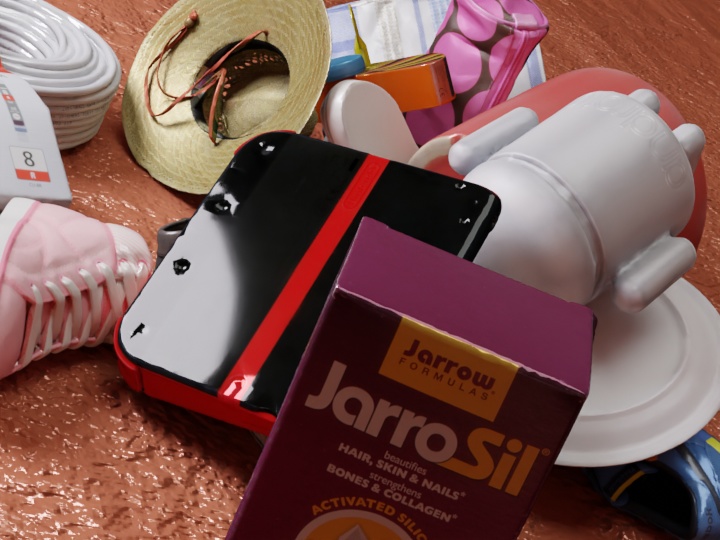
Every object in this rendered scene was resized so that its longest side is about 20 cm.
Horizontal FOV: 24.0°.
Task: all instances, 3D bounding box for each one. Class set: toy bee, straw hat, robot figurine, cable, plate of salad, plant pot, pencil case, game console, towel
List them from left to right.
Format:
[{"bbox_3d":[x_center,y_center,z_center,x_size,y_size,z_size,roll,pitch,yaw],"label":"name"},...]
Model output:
[{"bbox_3d":[-0.282,-0.160,1.277,0.199,0.069,0.200,24,24,-2],"label":"cable"},{"bbox_3d":[-0.082,-0.133,1.309,0.201,0.201,0.085,43,7,39],"label":"straw hat"},{"bbox_3d":[-0.033,0.007,0.995,0.176,0.031,0.200,18,58,22],"label":"game console"},{"bbox_3d":[-0.011,-0.154,1.389,0.199,0.131,0.109,12,23,16],"label":"toy bee"},{"bbox_3d":[0.063,-0.185,1.494,0.199,0.147,0.024,-12,-17,4],"label":"towel"},{"bbox_3d":[0.086,-0.138,1.407,0.090,0.201,0.094,14,23,-22],"label":"pencil case"},{"bbox_3d":[0.135,-0.049,1.296,0.177,0.201,0.200,-16,44,-43],"label":"plant pot"},{"bbox_3d":[0.136,-0.041,1.098,0.200,0.113,0.169,-35,60,-29],"label":"robot figurine"},{"bbox_3d":[0.143,0.058,1.109,0.199,0.048,0.200,-2,43,2],"label":"plate of salad"}]

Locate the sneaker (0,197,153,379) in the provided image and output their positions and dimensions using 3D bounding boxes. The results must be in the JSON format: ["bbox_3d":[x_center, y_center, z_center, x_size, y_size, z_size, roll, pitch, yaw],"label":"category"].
[{"bbox_3d":[-0.173,0.015,0.989,0.104,0.076,0.200,16,19,-5],"label":"sneaker"}]

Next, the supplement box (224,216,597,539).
[{"bbox_3d":[0.018,0.097,0.835,0.131,0.201,0.103,23,23,0],"label":"supplement box"}]

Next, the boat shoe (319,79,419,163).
[{"bbox_3d":[0.007,-0.087,1.314,0.068,0.072,0.200,4,-15,27],"label":"boat shoe"}]

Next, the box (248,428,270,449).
[{"bbox_3d":[-0.004,0.044,1.002,0.158,0.048,0.200,-34,50,-11],"label":"box"}]

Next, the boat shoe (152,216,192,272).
[{"bbox_3d":[-0.054,-0.030,1.126,0.074,0.074,0.200,12,30,41],"label":"boat shoe"}]

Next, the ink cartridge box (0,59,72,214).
[{"bbox_3d":[-0.285,-0.124,1.109,0.162,0.050,0.201,2,63,-41],"label":"ink cartridge box"}]

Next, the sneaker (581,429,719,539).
[{"bbox_3d":[0.166,0.110,1.122,0.200,0.066,0.078,37,30,29],"label":"sneaker"}]
